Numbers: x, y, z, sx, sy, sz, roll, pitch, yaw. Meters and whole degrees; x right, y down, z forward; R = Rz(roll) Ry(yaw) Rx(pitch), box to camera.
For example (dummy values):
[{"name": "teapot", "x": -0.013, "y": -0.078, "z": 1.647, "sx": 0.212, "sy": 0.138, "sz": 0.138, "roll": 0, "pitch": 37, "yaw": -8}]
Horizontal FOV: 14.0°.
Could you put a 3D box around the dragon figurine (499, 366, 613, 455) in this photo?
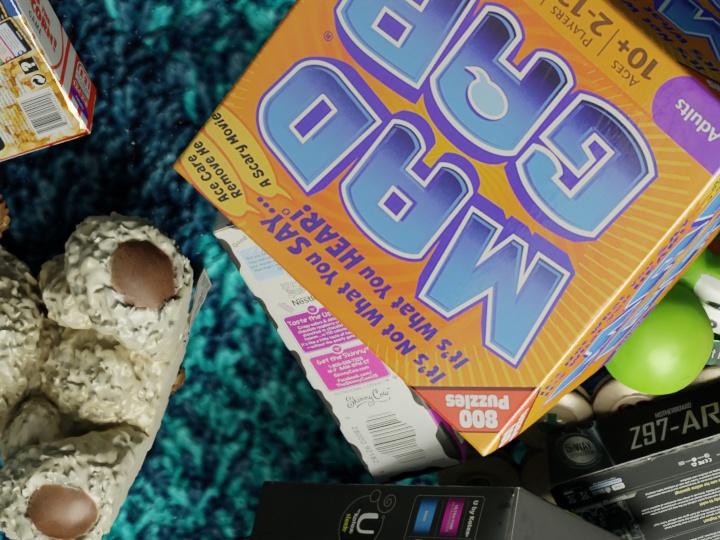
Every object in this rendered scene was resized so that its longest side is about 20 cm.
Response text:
[{"name": "dragon figurine", "x": 0.153, "y": 0.062, "z": 1.725, "sx": 0.099, "sy": 0.059, "sz": 0.200, "roll": 31, "pitch": 125, "yaw": -24}]

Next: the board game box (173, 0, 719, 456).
[{"name": "board game box", "x": 0.076, "y": -0.072, "z": 1.385, "sx": 0.200, "sy": 0.200, "sz": 0.200, "roll": 42, "pitch": 112, "yaw": 9}]

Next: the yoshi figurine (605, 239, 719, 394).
[{"name": "yoshi figurine", "x": 0.111, "y": 0.003, "z": 1.546, "sx": 0.199, "sy": 0.112, "sz": 0.113, "roll": 20, "pitch": 91, "yaw": 1}]

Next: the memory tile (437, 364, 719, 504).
[{"name": "memory tile", "x": 0.143, "y": 0.117, "z": 1.724, "sx": 0.199, "sy": 0.017, "sz": 0.154, "roll": -7, "pitch": 132, "yaw": 7}]

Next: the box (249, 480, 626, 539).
[{"name": "box", "x": 0.047, "y": 0.198, "z": 1.656, "sx": 0.199, "sy": 0.125, "sz": 0.148, "roll": -3, "pitch": 157, "yaw": 43}]

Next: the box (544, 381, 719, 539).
[{"name": "box", "x": 0.226, "y": 0.133, "z": 1.696, "sx": 0.199, "sy": 0.044, "sz": 0.161, "roll": -19, "pitch": 129, "yaw": 16}]

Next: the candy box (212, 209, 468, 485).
[{"name": "candy box", "x": 0.000, "y": 0.000, "z": 1.631, "sx": 0.061, "sy": 0.137, "sz": 0.200, "roll": -16, "pitch": 126, "yaw": 23}]

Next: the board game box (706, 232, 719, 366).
[{"name": "board game box", "x": 0.147, "y": 0.006, "z": 1.657, "sx": 0.199, "sy": 0.105, "sz": 0.024, "roll": 8, "pitch": 131, "yaw": -6}]

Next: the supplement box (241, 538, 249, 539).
[{"name": "supplement box", "x": -0.049, "y": 0.251, "z": 1.787, "sx": 0.068, "sy": 0.200, "sz": 0.067, "roll": -5, "pitch": 128, "yaw": 10}]

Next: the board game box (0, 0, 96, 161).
[{"name": "board game box", "x": -0.266, "y": -0.114, "z": 1.608, "sx": 0.199, "sy": 0.046, "sz": 0.152, "roll": -17, "pitch": 126, "yaw": 13}]

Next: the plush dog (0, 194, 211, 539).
[{"name": "plush dog", "x": -0.192, "y": 0.043, "z": 1.693, "sx": 0.171, "sy": 0.160, "sz": 0.201, "roll": 19, "pitch": 98, "yaw": 4}]
